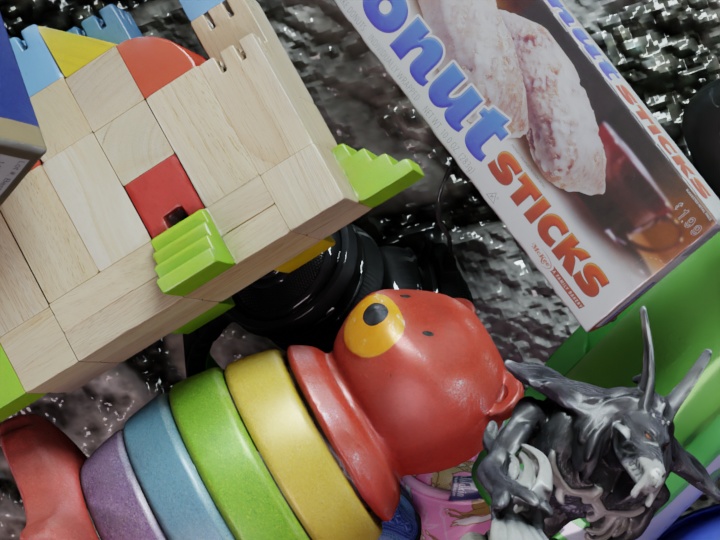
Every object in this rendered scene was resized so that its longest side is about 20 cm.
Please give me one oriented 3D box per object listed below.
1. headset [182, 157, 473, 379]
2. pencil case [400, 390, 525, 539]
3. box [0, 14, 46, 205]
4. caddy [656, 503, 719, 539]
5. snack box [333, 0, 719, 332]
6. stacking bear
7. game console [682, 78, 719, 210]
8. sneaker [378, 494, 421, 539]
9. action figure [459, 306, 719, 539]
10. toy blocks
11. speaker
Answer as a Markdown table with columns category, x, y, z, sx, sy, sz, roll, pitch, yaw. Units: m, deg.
| category | x | y | z | sx | sy | sz | roll | pitch | yaw |
| --- | --- | --- | --- | --- | --- | --- | --- | --- | --- |
| headset | 0.000 | 0.000 | 0.896 | 0.123 | 0.094 | 0.200 | 18 | 136 | -31 |
| pencil case | 0.073 | 0.156 | 0.984 | 0.082 | 0.087 | 0.201 | -22 | 123 | -12 |
| box | -0.196 | -0.089 | 0.818 | 0.032 | 0.201 | 0.121 | 10 | 136 | -44 |
| caddy | 0.150 | 0.193 | 0.869 | 0.200 | 0.105 | 0.142 | -39 | 96 | 8 |
| snack box | 0.059 | -0.076 | 0.801 | 0.072 | 0.024 | 0.200 | -42 | 78 | 26 |
| stacking bear | -0.031 | 0.077 | 0.822 | 0.199 | 0.122 | 0.114 | -30 | 124 | 2 |
| game console | 0.252 | -0.022 | 0.799 | 0.175 | 0.116 | 0.201 | -20 | 102 | 29 |
| sneaker | -0.047 | 0.132 | 0.964 | 0.089 | 0.079 | 0.200 | 33 | 153 | -29 |
| action figure | 0.077 | 0.116 | 0.777 | 0.119 | 0.102 | 0.200 | 29 | 104 | -27 |
| toy blocks | -0.096 | -0.047 | 0.807 | 0.199 | 0.100 | 0.137 | -31 | 81 | 10 |
| speaker | 0.141 | 0.042 | 0.858 | 0.088 | 0.088 | 0.200 | 41 | 99 | -18 |
